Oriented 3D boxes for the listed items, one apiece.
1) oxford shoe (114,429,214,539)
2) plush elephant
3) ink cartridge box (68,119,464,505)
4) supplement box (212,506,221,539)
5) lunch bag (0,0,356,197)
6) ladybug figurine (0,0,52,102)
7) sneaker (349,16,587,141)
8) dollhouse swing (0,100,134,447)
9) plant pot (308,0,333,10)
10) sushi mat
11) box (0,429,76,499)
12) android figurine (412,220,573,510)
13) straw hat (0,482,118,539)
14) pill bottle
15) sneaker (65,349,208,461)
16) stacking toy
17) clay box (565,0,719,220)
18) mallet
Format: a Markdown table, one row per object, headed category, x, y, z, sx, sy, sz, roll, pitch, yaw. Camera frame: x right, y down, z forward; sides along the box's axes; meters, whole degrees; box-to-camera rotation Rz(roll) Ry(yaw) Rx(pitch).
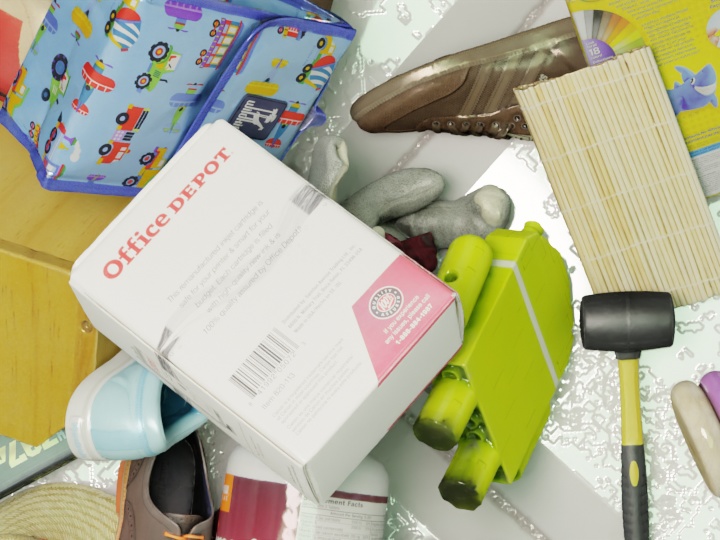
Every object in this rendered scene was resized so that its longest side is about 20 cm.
| category | x | y | z | sx | sy | sz | roll | pitch | yaw |
| --- | --- | --- | --- | --- | --- | --- | --- | --- | --- |
| oxford shoe | -0.132 | 0.194 | 1.541 | 0.071 | 0.073 | 0.200 | 5 | 67 | -21 |
| plush elephant | 0.000 | 0.000 | 1.566 | 0.200 | 0.155 | 0.165 | 15 | 90 | 7 |
| ink cartridge box | -0.057 | 0.024 | 1.440 | 0.200 | 0.083 | 0.147 | 37 | 75 | 20 |
| supplement box | -0.090 | 0.233 | 1.616 | 0.200 | 0.061 | 0.109 | -41 | 82 | 3 |
| lunch bag | -0.107 | -0.120 | 1.500 | 0.151 | 0.200 | 0.094 | -60 | 42 | 21 |
| ladybug figurine | -0.235 | -0.154 | 1.577 | 0.200 | 0.136 | 0.072 | 22 | 82 | 40 |
| sneaker | 0.094 | -0.118 | 1.603 | 0.200 | 0.070 | 0.076 | -19 | 89 | 7 |
| dollhouse swing | -0.227 | -0.012 | 1.603 | 0.200 | 0.176 | 0.182 | 17 | 119 | 17 |
| plant pot | -0.088 | -0.204 | 1.585 | 0.200 | 0.200 | 0.175 | 4 | 105 | 8 |
| sushi mat | 0.180 | -0.052 | 1.565 | 0.096 | 0.012 | 0.200 | -20 | 117 | 9 |
| box | -0.226 | 0.057 | 1.646 | 0.200 | 0.051 | 0.158 | -29 | 84 | 5 |
| android figurine | 0.092 | 0.055 | 1.549 | 0.041 | 0.182 | 0.200 | 4 | 50 | 28 |
| straw hat | -0.235 | 0.221 | 1.584 | 0.201 | 0.085 | 0.201 | -10 | 64 | 22 |
| pill bottle | -0.040 | 0.173 | 1.527 | 0.109 | 0.110 | 0.200 | 7 | 86 | 8 |
| sneaker | -0.112 | 0.068 | 1.536 | 0.082 | 0.200 | 0.074 | 3 | 123 | 26 |
| stacking toy | 0.314 | 0.079 | 1.563 | 0.200 | 0.085 | 0.086 | -23 | 85 | 2 |
| clay box | 0.210 | -0.143 | 1.553 | 0.115 | 0.048 | 0.200 | -19 | 116 | 5 |
| mallet | 0.196 | 0.110 | 1.591 | 0.066 | 0.041 | 0.200 | -10 | 97 | 4 |
